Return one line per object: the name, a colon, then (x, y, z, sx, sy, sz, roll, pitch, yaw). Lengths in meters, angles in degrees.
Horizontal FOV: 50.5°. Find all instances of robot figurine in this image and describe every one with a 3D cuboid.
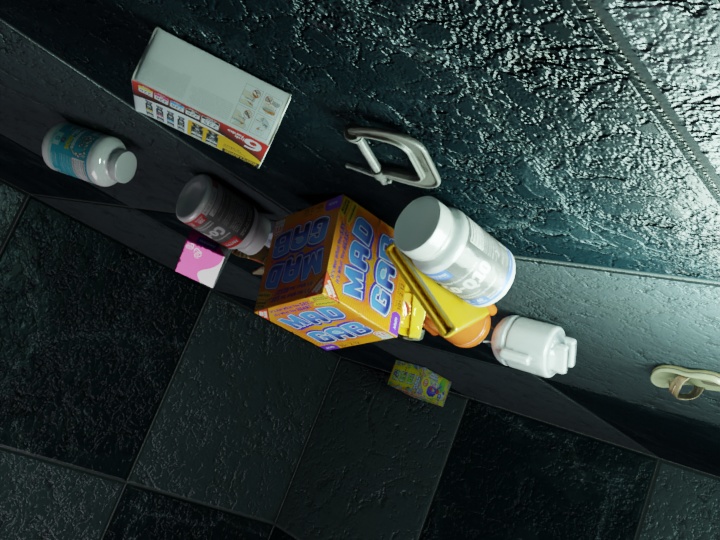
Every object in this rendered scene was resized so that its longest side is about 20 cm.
robot figurine: (0.371, 0.165, 1.674, 0.198, 0.115, 0.168, 14, -160, 38)
robot figurine: (0.215, 0.100, 1.685, 0.199, 0.145, 0.117, 35, -175, -45)

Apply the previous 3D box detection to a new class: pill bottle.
pill bottle: (-0.301, -0.119, 1.704, 0.113, 0.115, 0.199, 10, 163, 47)
pill bottle: (0.150, -0.030, 1.221, 0.199, 0.115, 0.113, 31, 166, -38)
pill bottle: (-0.590, -0.251, 1.676, 0.197, 0.112, 0.111, 18, 168, 20)

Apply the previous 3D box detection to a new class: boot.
boot: (-0.249, -0.048, 2.073, 0.197, 0.076, 0.107, 21, -178, 10)

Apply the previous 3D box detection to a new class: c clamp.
c clamp: (0.031, -0.159, 1.088, 0.169, 0.027, 0.200, 20, 169, 17)

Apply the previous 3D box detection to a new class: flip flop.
flip flop: (0.669, 0.236, 1.558, 0.080, 0.058, 0.199, 27, 168, -22)

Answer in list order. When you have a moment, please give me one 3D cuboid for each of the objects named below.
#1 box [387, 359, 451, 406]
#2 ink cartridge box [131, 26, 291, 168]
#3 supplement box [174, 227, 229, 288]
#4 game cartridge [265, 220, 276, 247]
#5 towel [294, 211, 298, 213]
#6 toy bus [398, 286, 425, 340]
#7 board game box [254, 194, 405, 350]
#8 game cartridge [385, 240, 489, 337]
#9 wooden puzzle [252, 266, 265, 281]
box: (0.264, 0.502, 3.416, 0.199, 0.124, 0.191, 32, 165, -38)
ink cartridge box: (-0.214, -0.232, 1.088, 0.198, 0.085, 0.175, 24, 169, -10)
supplement box: (-0.356, -0.066, 1.822, 0.100, 0.104, 0.201, 24, -148, -8)
game cartridge: (-0.197, -0.080, 1.879, 0.133, 0.042, 0.199, 36, 164, -33)
towel: (-0.024, -0.065, 1.617, 0.189, 0.033, 0.199, 11, 164, 46)
toy bus: (0.043, 0.061, 1.607, 0.188, 0.138, 0.200, 6, -172, -6)
board game box: (-0.048, 0.012, 1.456, 0.198, 0.203, 0.199, -15, 144, 43)
game cartridge: (0.135, 0.022, 1.302, 0.177, 0.032, 0.199, 56, -158, 11)
wooden puzzle: (-0.204, 0.020, 2.164, 0.182, 0.047, 0.200, 6, 178, -16)
